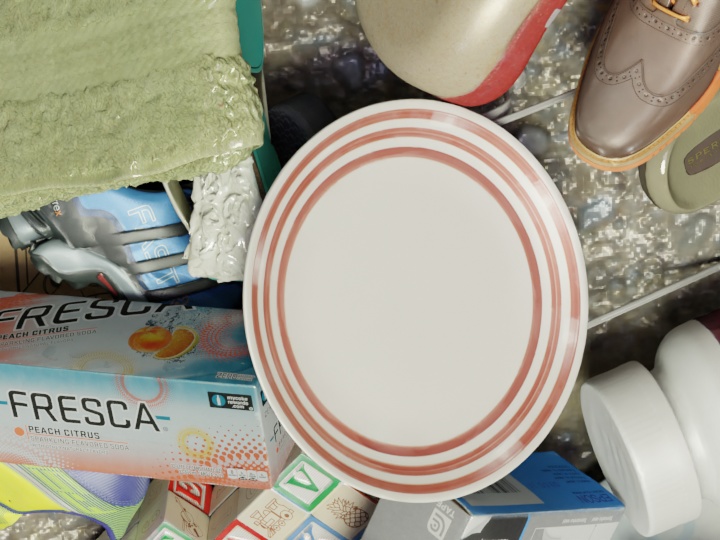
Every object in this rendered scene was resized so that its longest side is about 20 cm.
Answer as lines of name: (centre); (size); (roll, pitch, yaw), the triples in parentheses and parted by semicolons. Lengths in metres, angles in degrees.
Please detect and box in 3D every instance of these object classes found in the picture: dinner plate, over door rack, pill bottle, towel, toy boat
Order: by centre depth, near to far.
towel: (-0.141, -0.107, 1.188); (0.199, 0.036, 0.149); (-10, 86, 28)
dinner plate: (0.027, 0.015, 1.199); (0.199, 0.024, 0.201); (2, 86, -28)
toy boat: (0.090, -0.173, 1.210); (0.130, 0.131, 0.200); (20, 113, -44)
over door rack: (0.128, -0.042, 1.291); (0.199, 0.067, 0.148); (-17, 115, -13)
pill bottle: (0.228, 0.066, 1.299); (0.199, 0.110, 0.110); (-21, 114, -7)

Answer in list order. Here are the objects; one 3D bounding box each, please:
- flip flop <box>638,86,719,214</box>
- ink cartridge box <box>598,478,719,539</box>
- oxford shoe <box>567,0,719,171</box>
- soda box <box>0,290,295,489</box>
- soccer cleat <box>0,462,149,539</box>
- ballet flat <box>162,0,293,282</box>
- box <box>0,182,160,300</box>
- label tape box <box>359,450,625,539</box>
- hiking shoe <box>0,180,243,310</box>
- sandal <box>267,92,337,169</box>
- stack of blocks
flip flop: (0.231, -0.091, 1.243); (0.200, 0.058, 0.081); (-32, 119, -19)
ink cartridge box: (0.165, 0.214, 1.334); (0.160, 0.200, 0.047); (-35, 148, 10)
oxford shoe: (0.161, -0.143, 1.201); (0.071, 0.073, 0.200); (26, 78, 20)
soda box: (-0.131, 0.058, 1.215); (0.199, 0.064, 0.069); (4, 125, 16)
soccer cleat: (-0.214, 0.103, 1.308); (0.199, 0.065, 0.084); (11, 112, -1)
ballet flat: (-0.079, -0.088, 1.208); (0.071, 0.072, 0.201); (-10, 79, -1)
box: (-0.133, 0.000, 1.303); (0.200, 0.021, 0.164); (36, 105, -19)
label tape box: (0.043, 0.197, 1.289); (0.144, 0.063, 0.201); (4, 116, -50)
hiking shoe: (-0.092, -0.007, 1.251); (0.200, 0.074, 0.087); (33, 107, -18)
sandal: (0.000, 0.000, 1.269); (0.043, 0.076, 0.201); (-25, 118, -26)
stack of blocks: (-0.071, 0.161, 1.337); (0.115, 0.059, 0.200); (36, 117, -19)
